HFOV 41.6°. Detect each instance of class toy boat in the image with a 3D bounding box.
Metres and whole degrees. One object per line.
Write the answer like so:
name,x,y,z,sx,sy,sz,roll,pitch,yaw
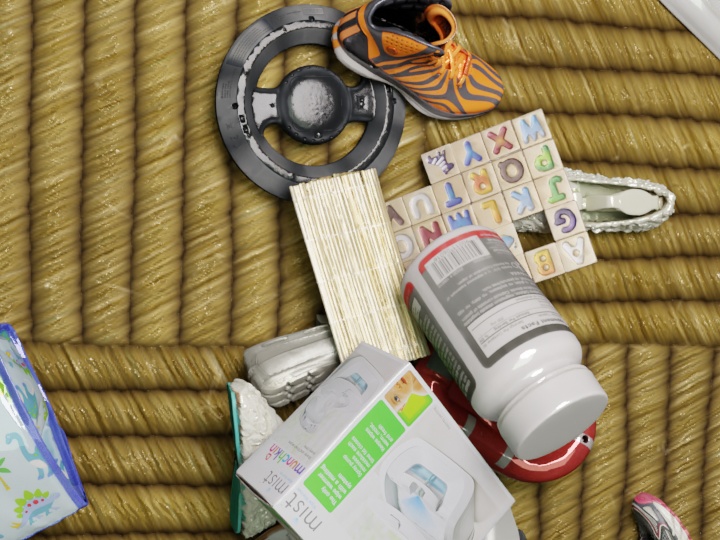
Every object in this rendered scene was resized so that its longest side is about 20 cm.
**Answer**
toy boat,0.157,0.130,0.965,0.199,0.131,0.131,33,70,-10

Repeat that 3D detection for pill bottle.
pill bottle,0.130,0.065,0.873,0.113,0.114,0.201,-28,58,-6

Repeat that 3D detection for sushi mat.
sushi mat,0.000,0.000,0.939,0.095,0.012,0.201,-16,87,-19

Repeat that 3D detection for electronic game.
electronic game,-0.049,-0.168,0.963,0.199,0.042,0.202,-1,94,-18

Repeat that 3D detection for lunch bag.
lunch bag,-0.374,0.172,0.894,0.169,0.127,0.201,-27,88,-7

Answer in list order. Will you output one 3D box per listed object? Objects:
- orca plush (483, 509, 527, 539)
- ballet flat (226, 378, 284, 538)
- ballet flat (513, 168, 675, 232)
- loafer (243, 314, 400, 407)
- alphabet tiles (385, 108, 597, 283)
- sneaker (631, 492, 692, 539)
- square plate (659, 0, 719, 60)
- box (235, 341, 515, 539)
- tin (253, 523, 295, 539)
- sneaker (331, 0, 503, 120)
orca plush,0.140,0.336,1.038,0.105,0.071,0.201,-41,117,-49
ballet flat,-0.100,0.182,0.946,0.071,0.072,0.201,-2,126,-9
ballet flat,0.238,-0.075,1.000,0.198,0.072,0.072,-1,95,-9
loafer,-0.024,0.071,0.973,0.199,0.070,0.070,-20,59,-22
alphabet tiles,0.120,-0.054,0.975,0.199,0.008,0.168,-20,82,10
sneaker,0.333,0.344,1.047,0.074,0.081,0.201,-15,97,-6
square plate,0.455,-0.313,1.043,0.200,0.028,0.198,40,88,-10
box,0.015,0.203,0.889,0.176,0.097,0.200,-44,116,-17
tin,-0.101,0.339,0.967,0.200,0.042,0.112,-36,73,0
sneaker,0.078,-0.208,0.928,0.199,0.112,0.078,14,78,-27
